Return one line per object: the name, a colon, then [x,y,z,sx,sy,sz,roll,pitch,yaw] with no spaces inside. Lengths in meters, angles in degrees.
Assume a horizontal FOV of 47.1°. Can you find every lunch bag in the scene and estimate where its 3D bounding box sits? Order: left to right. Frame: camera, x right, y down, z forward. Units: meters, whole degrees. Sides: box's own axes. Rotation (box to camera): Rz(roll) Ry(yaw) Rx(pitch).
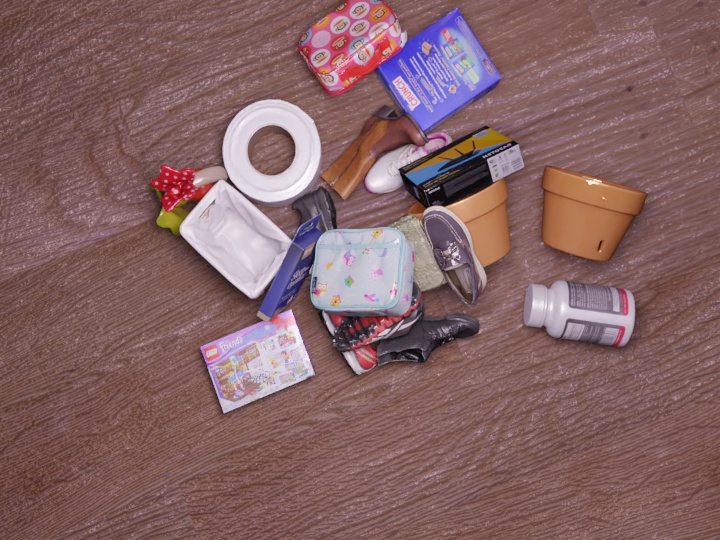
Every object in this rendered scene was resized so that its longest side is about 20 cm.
lunch bag: [-0.013,-0.443,1.619,0.198,0.082,0.177,-35,49,2]
lunch bag: [0.000,0.000,1.516,0.195,0.077,0.165,0,76,27]

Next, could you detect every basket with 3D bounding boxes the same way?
basket: [-0.233,-0.055,1.607,0.199,0.123,0.136,41,86,2]

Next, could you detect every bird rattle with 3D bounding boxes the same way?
bird rattle: [-0.332,-0.164,1.589,0.161,0.200,0.114,-27,81,-27]

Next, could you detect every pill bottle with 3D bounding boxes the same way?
pill bottle: [0.422,0.080,1.606,0.195,0.111,0.114,8,86,0]

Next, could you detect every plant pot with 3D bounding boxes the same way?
plant pot: [0.204,-0.085,1.587,0.196,0.200,0.143,-24,102,-2]
plant pot: [0.430,-0.106,1.582,0.195,0.200,0.143,15,102,1]

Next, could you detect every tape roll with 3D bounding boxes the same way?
tape roll: [-0.173,-0.233,1.648,0.197,0.071,0.208,0,85,0]

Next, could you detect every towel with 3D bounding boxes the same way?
towel: [0.070,-0.013,1.581,0.198,0.036,0.150,-23,102,41]

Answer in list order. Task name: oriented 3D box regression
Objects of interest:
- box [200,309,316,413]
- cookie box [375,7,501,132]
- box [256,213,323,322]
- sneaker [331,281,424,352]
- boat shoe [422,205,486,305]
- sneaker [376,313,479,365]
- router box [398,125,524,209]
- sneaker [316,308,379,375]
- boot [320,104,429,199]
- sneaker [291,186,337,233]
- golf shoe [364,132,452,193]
box: [-0.201,0.178,1.631,0.196,0.039,0.140,-21,87,-2]
cookie box: [0.153,-0.392,1.658,0.198,0.075,0.173,-33,86,-3]
box: [-0.124,-0.006,1.566,0.032,0.121,0.203,30,113,8]
sneaker: [0.041,0.101,1.567,0.198,0.098,0.072,-33,53,8]
boat shoe: [0.169,-0.024,1.490,0.071,0.065,0.202,-14,123,27]
sneaker: [0.132,0.138,1.607,0.194,0.061,0.106,4,52,6]
router box: [0.185,-0.192,1.540,0.197,0.149,0.052,-26,117,-7]
sneaker: [-0.026,0.104,1.628,0.084,0.077,0.203,-31,97,-8]
boot: [0.024,-0.222,1.603,0.200,0.069,0.188,-47,43,-4]
sneaker: [-0.079,-0.059,1.642,0.089,0.076,0.205,-17,82,11]
golf shoe: [0.095,-0.220,1.638,0.197,0.092,0.076,-30,88,-1]
